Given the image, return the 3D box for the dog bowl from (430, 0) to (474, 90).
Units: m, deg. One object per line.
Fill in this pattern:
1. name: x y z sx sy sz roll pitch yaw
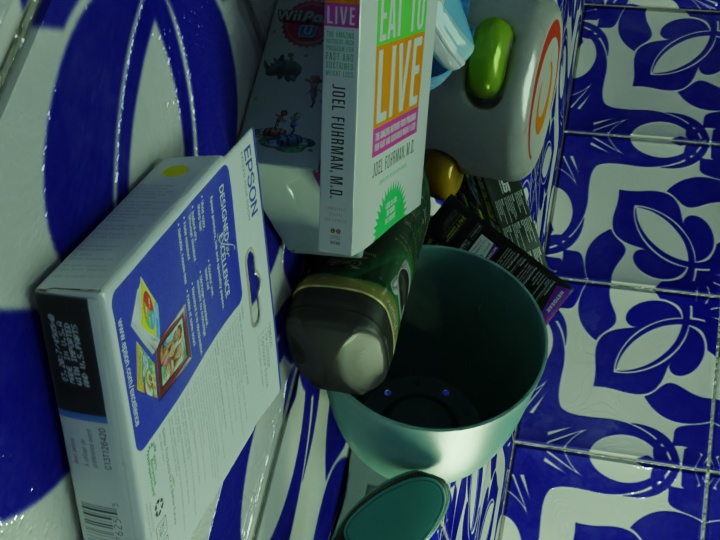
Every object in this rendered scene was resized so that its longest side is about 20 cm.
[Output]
1. dog bowl: 0.049 -0.245 0.977 0.050 0.111 0.200 96 5 -71

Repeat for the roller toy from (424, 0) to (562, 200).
1. roller toy: 0.114 -0.185 1.095 0.183 0.140 0.200 -61 157 -45

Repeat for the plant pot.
1. plant pot: 0.059 0.104 1.018 0.161 0.200 0.201 94 11 -50

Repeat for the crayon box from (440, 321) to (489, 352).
1. crayon box: 0.106 0.048 1.198 0.051 0.127 0.200 -55 165 -4

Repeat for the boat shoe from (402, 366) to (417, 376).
1. boat shoe: 0.053 0.096 1.223 0.200 0.067 0.072 -16 112 -75

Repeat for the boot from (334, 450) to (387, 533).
1. boot: 0.018 0.237 1.172 0.096 0.073 0.200 80 29 -65

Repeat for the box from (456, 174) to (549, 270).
1. box: 0.152 -0.076 1.297 0.200 0.047 0.193 68 -7 -27

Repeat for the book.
1. book: 0.008 -0.125 0.752 0.134 0.048 0.200 -42 137 -61

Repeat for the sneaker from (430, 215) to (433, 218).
1. sneaker: 0.108 0.010 1.343 0.200 0.086 0.078 86 14 -62

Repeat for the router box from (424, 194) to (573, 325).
1. router box: 0.130 -0.004 1.135 0.051 0.149 0.200 -52 177 -2

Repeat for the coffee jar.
1. coffee jar: 0.000 0.000 0.928 0.104 0.085 0.200 81 20 -49

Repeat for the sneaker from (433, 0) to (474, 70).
1. sneaker: 0.076 -0.269 0.873 0.200 0.130 0.080 63 10 -17

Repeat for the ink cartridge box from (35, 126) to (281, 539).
1. ink cartridge box: -0.104 0.045 0.629 0.200 0.047 0.198 -64 155 -57

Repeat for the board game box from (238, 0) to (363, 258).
1. board game box: -0.023 -0.130 0.825 0.148 0.064 0.200 65 33 -64

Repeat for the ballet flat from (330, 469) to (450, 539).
1. ballet flat: 0.000 0.250 0.973 0.200 0.067 0.070 -48 175 -2
